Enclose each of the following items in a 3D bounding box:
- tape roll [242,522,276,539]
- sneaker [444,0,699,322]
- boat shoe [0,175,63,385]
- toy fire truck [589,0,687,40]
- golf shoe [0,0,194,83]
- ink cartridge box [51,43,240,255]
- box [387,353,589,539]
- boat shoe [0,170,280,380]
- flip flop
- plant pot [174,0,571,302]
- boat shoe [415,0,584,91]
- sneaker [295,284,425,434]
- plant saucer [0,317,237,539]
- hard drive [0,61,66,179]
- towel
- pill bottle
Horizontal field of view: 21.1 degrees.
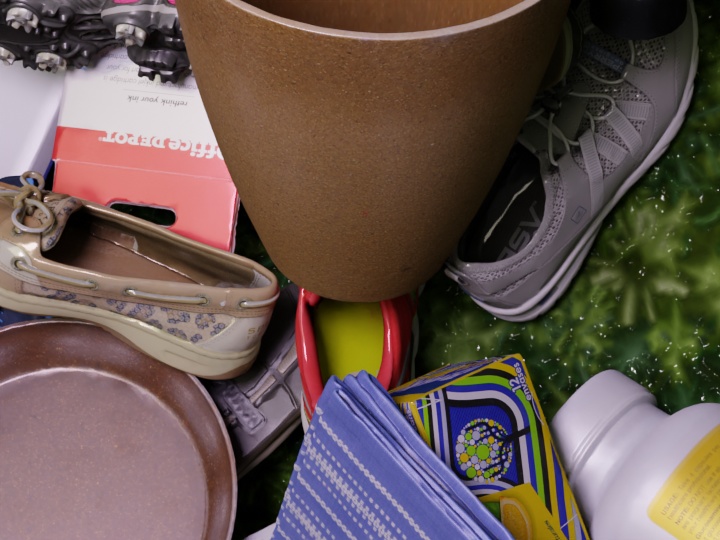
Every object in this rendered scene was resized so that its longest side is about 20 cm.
[{"bbox_3d":[-0.002,0.225,0.997,0.200,0.066,0.201,-4,80,26],"label":"tape roll"},{"bbox_3d":[0.107,-0.067,0.974,0.075,0.082,0.200,26,95,27],"label":"sneaker"},{"bbox_3d":[-0.197,0.048,1.082,0.068,0.084,0.201,-5,92,0],"label":"boat shoe"},{"bbox_3d":[0.138,-0.228,0.947,0.176,0.129,0.200,-22,40,-19],"label":"toy fire truck"},{"bbox_3d":[-0.150,-0.155,1.036,0.199,0.077,0.088,8,69,12],"label":"golf shoe"},{"bbox_3d":[-0.099,-0.107,1.080,0.116,0.067,0.201,8,86,15],"label":"ink cartridge box"},{"bbox_3d":[0.067,0.144,0.893,0.070,0.064,0.200,-15,97,64],"label":"box"},{"bbox_3d":[-0.139,-0.011,1.007,0.200,0.073,0.063,21,130,-6],"label":"boat shoe"},{"bbox_3d":[-0.077,0.079,1.063,0.200,0.058,0.081,-39,73,-1],"label":"flip flop"},{"bbox_3d":[0.001,-0.088,0.896,0.186,0.186,0.200,34,142,26],"label":"plant pot"},{"bbox_3d":[0.041,-0.152,0.989,0.201,0.066,0.072,29,126,35],"label":"boat shoe"},{"bbox_3d":[0.000,0.000,1.000,0.077,0.085,0.201,-5,67,4],"label":"sneaker"},{"bbox_3d":[-0.161,0.123,1.005,0.200,0.035,0.201,-2,67,5],"label":"plant saucer"},{"bbox_3d":[-0.220,-0.124,1.158,0.132,0.025,0.200,20,83,27],"label":"hard drive"},{"bbox_3d":[0.014,0.153,0.892,0.145,0.024,0.200,46,141,23],"label":"towel"},{"bbox_3d":[0.176,0.132,0.896,0.200,0.112,0.112,35,98,26],"label":"pill bottle"}]
